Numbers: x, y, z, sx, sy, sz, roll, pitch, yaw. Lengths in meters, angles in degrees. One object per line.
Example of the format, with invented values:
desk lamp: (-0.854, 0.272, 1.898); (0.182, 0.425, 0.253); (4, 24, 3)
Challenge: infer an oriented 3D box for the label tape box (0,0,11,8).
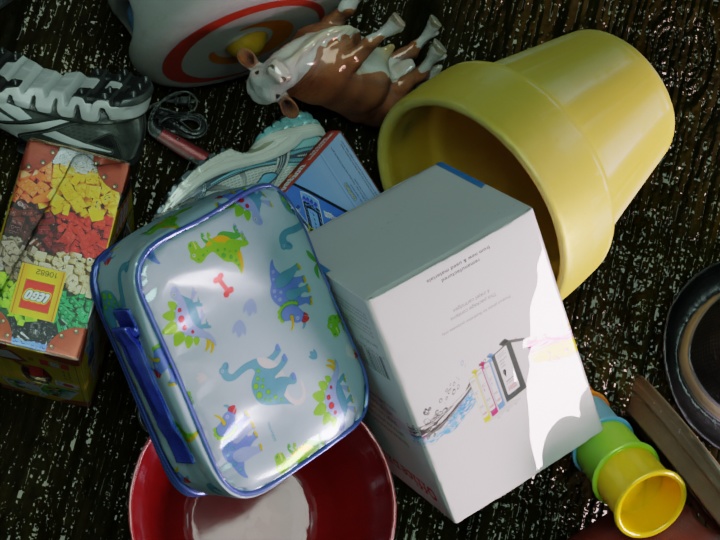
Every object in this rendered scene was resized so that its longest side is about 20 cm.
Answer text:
label tape box: (-0.400, -0.227, 1.387); (0.200, 0.066, 0.144); (-37, 86, -12)

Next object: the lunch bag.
lunch bag: (-0.093, 0.050, 1.220); (0.160, 0.082, 0.201); (-33, 106, -37)

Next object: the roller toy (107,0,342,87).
roller toy: (-0.108, -0.231, 1.376); (0.199, 0.182, 0.141); (-6, 71, -52)

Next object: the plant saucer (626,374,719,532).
plant saucer: (0.269, 0.168, 1.354); (0.029, 0.200, 0.201); (-37, 86, 2)

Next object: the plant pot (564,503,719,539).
plant pot: (0.189, 0.281, 1.324); (0.195, 0.201, 0.201); (-33, 85, -23)

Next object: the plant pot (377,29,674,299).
plant pot: (0.147, -0.095, 1.396); (0.189, 0.201, 0.201); (-37, 86, -29)

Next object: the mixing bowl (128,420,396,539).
mixing bowl: (-0.080, 0.187, 1.330); (0.199, 0.108, 0.202); (2, 77, -10)

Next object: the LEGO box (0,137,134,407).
LEGO box: (-0.223, 0.007, 1.295); (0.077, 0.200, 0.150); (13, 76, -3)

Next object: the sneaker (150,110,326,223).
sneaker: (-0.082, -0.051, 1.351); (0.086, 0.078, 0.200); (46, 55, 11)

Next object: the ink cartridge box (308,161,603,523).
ink cartridge box: (0.065, 0.052, 1.303); (0.144, 0.147, 0.201); (-29, 117, -16)

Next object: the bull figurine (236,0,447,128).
bull figurine: (-0.009, -0.165, 1.376); (0.121, 0.200, 0.065); (-38, 69, 19)

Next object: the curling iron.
curling iron: (-0.091, -0.081, 1.427); (0.200, 0.026, 0.050); (36, 77, -1)

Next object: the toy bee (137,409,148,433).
toy bee: (-0.079, 0.052, 1.360); (0.130, 0.109, 0.201); (27, 75, -5)

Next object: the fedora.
fedora: (0.355, 0.066, 1.438); (0.199, 0.092, 0.202); (2, 78, -9)

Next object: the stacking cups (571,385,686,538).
stacking cups: (0.177, 0.126, 1.352); (0.060, 0.200, 0.061); (-11, 122, -19)

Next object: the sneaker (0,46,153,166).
sneaker: (-0.258, -0.121, 1.384); (0.199, 0.091, 0.067); (10, 35, 13)

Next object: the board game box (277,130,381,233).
board game box: (0.000, 0.000, 1.369); (0.103, 0.019, 0.200); (-50, 122, -28)
